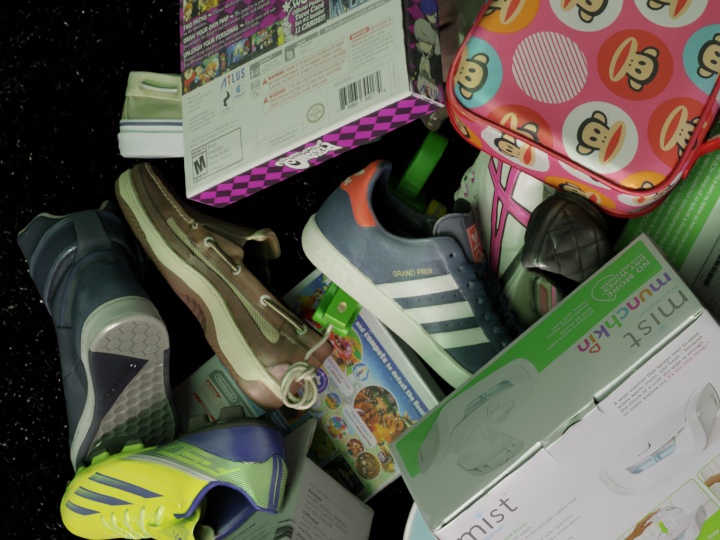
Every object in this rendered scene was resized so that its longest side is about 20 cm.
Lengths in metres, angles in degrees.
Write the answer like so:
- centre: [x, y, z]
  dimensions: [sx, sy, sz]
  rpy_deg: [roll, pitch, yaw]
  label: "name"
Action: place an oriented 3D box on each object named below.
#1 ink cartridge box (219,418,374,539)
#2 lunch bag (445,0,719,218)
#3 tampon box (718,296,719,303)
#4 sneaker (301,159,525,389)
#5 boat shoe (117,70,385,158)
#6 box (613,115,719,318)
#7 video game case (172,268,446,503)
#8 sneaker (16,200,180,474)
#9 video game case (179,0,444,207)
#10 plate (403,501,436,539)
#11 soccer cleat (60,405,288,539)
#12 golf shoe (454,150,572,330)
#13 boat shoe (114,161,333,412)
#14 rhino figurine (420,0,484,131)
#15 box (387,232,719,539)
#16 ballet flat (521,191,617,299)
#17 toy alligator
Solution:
- centre: [-0.059, 0.203, 1.504]
  dimensions: [0.067, 0.200, 0.116]
  rpy_deg: [40, 125, -19]
  label: "ink cartridge box"
- centre: [0.160, -0.138, 1.357]
  dimensions: [0.176, 0.082, 0.200]
  rpy_deg: [27, 81, 8]
  label: "lunch bag"
- centre: [0.289, -0.055, 1.279]
  dimensions: [0.126, 0.150, 0.201]
  rpy_deg: [15, 86, 16]
  label: "tampon box"
- centre: [0.062, 0.010, 1.417]
  dimensions: [0.200, 0.075, 0.085]
  rpy_deg: [38, 110, 1]
  label: "sneaker"
- centre: [-0.076, -0.107, 1.523]
  dimensions: [0.200, 0.072, 0.062]
  rpy_deg: [-1, 94, 26]
  label: "boat shoe"
- centre: [0.265, -0.013, 1.399]
  dimensions: [0.200, 0.036, 0.145]
  rpy_deg: [33, 111, 15]
  label: "box"
- centre: [-0.043, 0.103, 1.574]
  dimensions: [0.200, 0.018, 0.143]
  rpy_deg: [-40, 81, 26]
  label: "video game case"
- centre: [-0.180, 0.046, 1.580]
  dimensions: [0.203, 0.077, 0.146]
  rpy_deg: [101, 148, -47]
  label: "sneaker"
- centre: [-0.035, -0.154, 1.434]
  dimensions: [0.200, 0.036, 0.182]
  rpy_deg: [-23, 62, 40]
  label: "video game case"
- centre: [0.120, 0.182, 1.461]
  dimensions: [0.200, 0.026, 0.201]
  rpy_deg: [0, 92, -13]
  label: "plate"
- centre: [-0.128, 0.153, 1.526]
  dimensions: [0.200, 0.065, 0.084]
  rpy_deg: [-24, 62, 36]
  label: "soccer cleat"
- centre: [0.097, -0.059, 1.448]
  dimensions: [0.092, 0.073, 0.201]
  rpy_deg: [5, 102, 25]
  label: "golf shoe"
- centre: [-0.086, -0.002, 1.544]
  dimensions: [0.075, 0.075, 0.202]
  rpy_deg: [-38, 69, 6]
  label: "boat shoe"
- centre: [0.030, -0.195, 1.460]
  dimensions: [0.087, 0.060, 0.200]
  rpy_deg: [-33, 74, 34]
  label: "rhino figurine"
- centre: [0.151, 0.113, 1.349]
  dimensions: [0.200, 0.097, 0.176]
  rpy_deg: [-41, 123, 8]
  label: "box"
- centre: [0.146, 0.032, 1.402]
  dimensions: [0.066, 0.057, 0.200]
  rpy_deg: [13, 149, 44]
  label: "ballet flat"
- centre: [0.000, 0.000, 1.491]
  dimensions: [0.059, 0.054, 0.200]
  rpy_deg: [29, 84, -2]
  label: "toy alligator"
